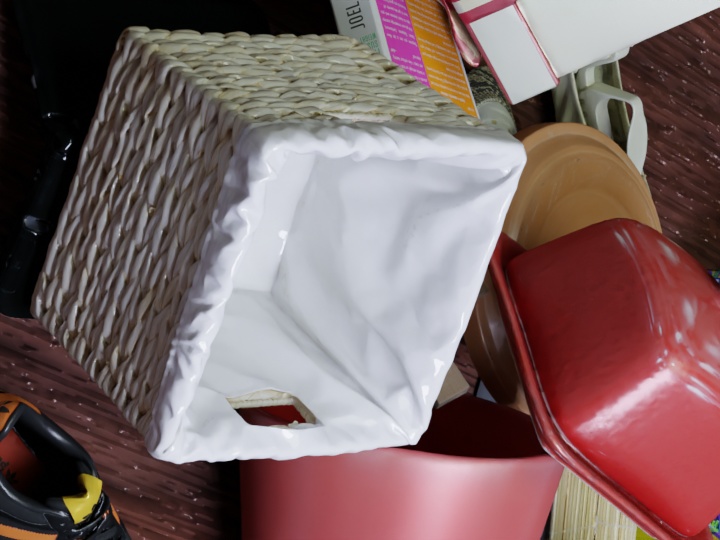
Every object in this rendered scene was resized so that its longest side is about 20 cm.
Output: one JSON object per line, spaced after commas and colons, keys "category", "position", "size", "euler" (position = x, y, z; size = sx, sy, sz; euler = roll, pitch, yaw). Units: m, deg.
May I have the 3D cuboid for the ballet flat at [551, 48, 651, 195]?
{"category": "ballet flat", "position": [0.160, -0.130, 1.921], "size": [0.069, 0.069, 0.201], "euler": [-23, 108, -42]}

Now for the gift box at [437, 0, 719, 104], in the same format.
{"category": "gift box", "position": [0.119, -0.229, 1.735], "size": [0.185, 0.186, 0.200], "euler": [60, 16, -23]}

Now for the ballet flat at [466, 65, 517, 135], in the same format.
{"category": "ballet flat", "position": [0.059, -0.056, 1.816], "size": [0.200, 0.075, 0.068], "euler": [-50, 125, -32]}

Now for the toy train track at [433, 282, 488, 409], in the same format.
{"category": "toy train track", "position": [0.000, 0.000, 1.729], "size": [0.114, 0.033, 0.200], "euler": [-28, 74, -21]}

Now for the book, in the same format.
{"category": "book", "position": [0.019, -0.145, 1.717], "size": [0.134, 0.048, 0.201], "euler": [18, 56, -69]}

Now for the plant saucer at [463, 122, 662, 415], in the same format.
{"category": "plant saucer", "position": [0.136, 0.005, 1.818], "size": [0.200, 0.032, 0.201], "euler": [3, 85, -47]}

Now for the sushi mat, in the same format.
{"category": "sushi mat", "position": [0.154, 0.171, 1.875], "size": [0.095, 0.012, 0.201], "euler": [6, 89, -46]}

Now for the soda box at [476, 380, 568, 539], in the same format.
{"category": "soda box", "position": [0.122, 0.085, 1.892], "size": [0.068, 0.063, 0.201], "euler": [31, 70, -43]}

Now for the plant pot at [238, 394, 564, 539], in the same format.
{"category": "plant pot", "position": [0.015, 0.172, 1.711], "size": [0.200, 0.200, 0.178], "euler": [0, 102, -45]}

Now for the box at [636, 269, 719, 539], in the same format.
{"category": "box", "position": [0.276, 0.130, 2.008], "size": [0.200, 0.122, 0.193], "euler": [39, 64, -39]}

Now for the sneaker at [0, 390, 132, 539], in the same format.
{"category": "sneaker", "position": [-0.169, 0.139, 1.584], "size": [0.200, 0.090, 0.070], "euler": [52, 57, -32]}

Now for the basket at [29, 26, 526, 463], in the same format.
{"category": "basket", "position": [-0.049, -0.020, 1.563], "size": [0.198, 0.161, 0.201], "euler": [-1, 121, -42]}

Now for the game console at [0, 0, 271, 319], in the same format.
{"category": "game console", "position": [-0.134, -0.069, 1.663], "size": [0.200, 0.116, 0.176], "euler": [5, 118, -44]}

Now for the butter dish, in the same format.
{"category": "butter dish", "position": [0.185, 0.050, 1.696], "size": [0.199, 0.148, 0.200], "euler": [39, 25, -38]}
